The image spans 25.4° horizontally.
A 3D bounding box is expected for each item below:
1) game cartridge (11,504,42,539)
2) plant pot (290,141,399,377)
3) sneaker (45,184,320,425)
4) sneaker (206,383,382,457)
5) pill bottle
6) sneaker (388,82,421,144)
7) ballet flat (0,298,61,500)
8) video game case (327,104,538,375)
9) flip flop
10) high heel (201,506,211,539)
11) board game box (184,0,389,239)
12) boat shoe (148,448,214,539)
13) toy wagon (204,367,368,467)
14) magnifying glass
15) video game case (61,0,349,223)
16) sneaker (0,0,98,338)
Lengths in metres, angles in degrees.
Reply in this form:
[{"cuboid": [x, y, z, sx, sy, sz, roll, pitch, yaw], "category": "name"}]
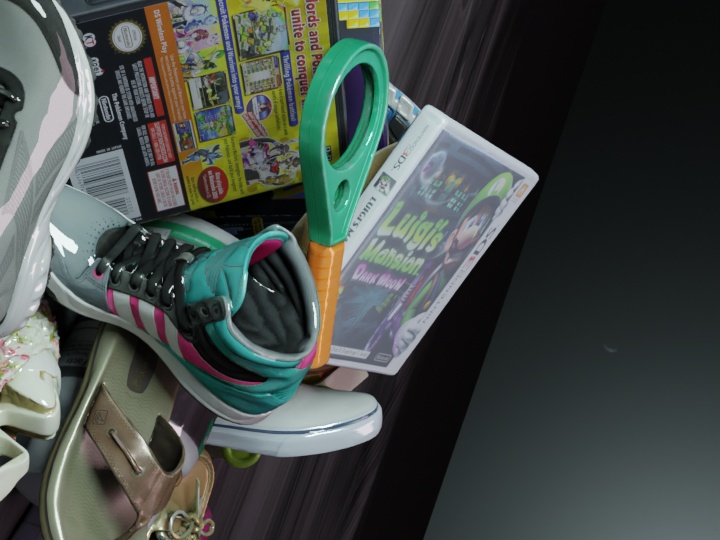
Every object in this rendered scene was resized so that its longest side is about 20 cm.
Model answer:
[{"cuboid": [-0.231, 0.250, 1.098, 0.133, 0.040, 0.200, 91, 20, -61], "category": "game cartridge"}, {"cuboid": [0.000, 0.000, 1.088, 0.200, 0.027, 0.200, -41, 156, -24], "category": "plant pot"}, {"cuboid": [-0.100, 0.003, 0.910, 0.121, 0.200, 0.084, -36, -160, 48], "category": "sneaker"}, {"cuboid": [-0.083, 0.089, 1.164, 0.073, 0.200, 0.071, -92, -175, -70], "category": "sneaker"}, {"cuboid": [-0.144, 0.070, 1.058, 0.113, 0.113, 0.200, 84, 26, -60], "category": "pill bottle"}, {"cuboid": [-0.009, -0.140, 1.226, 0.075, 0.200, 0.087, -43, -171, 21], "category": "sneaker"}, {"cuboid": [-0.211, 0.092, 0.914, 0.200, 0.064, 0.076, -60, 163, -46], "category": "ballet flat"}, {"cuboid": [0.032, -0.012, 1.067, 0.182, 0.023, 0.200, -54, 157, 8], "category": "video game case"}, {"cuboid": [-0.132, 0.102, 0.945, 0.081, 0.058, 0.200, 37, 57, -41], "category": "flip flop"}, {"cuboid": [-0.161, 0.225, 1.285, 0.200, 0.067, 0.096, -82, 175, -76], "category": "high heel"}, {"cuboid": [-0.064, -0.094, 1.055, 0.200, 0.165, 0.057, 84, 4, -58], "category": "board game box"}, {"cuboid": [-0.146, 0.217, 1.148, 0.073, 0.063, 0.200, 38, 66, -46], "category": "boat shoe"}, {"cuboid": [-0.090, 0.114, 1.285, 0.040, 0.200, 0.155, 64, -1, -11], "category": "toy wagon"}, {"cuboid": [-0.016, -0.037, 0.939, 0.080, 0.022, 0.200, -28, 133, -58], "category": "magnifying glass"}, {"cuboid": [-0.099, -0.102, 0.928, 0.200, 0.180, 0.026, 85, -12, -58], "category": "video game case"}, {"cuboid": [-0.189, -0.051, 0.810, 0.079, 0.074, 0.200, -27, 133, -66], "category": "sneaker"}]
